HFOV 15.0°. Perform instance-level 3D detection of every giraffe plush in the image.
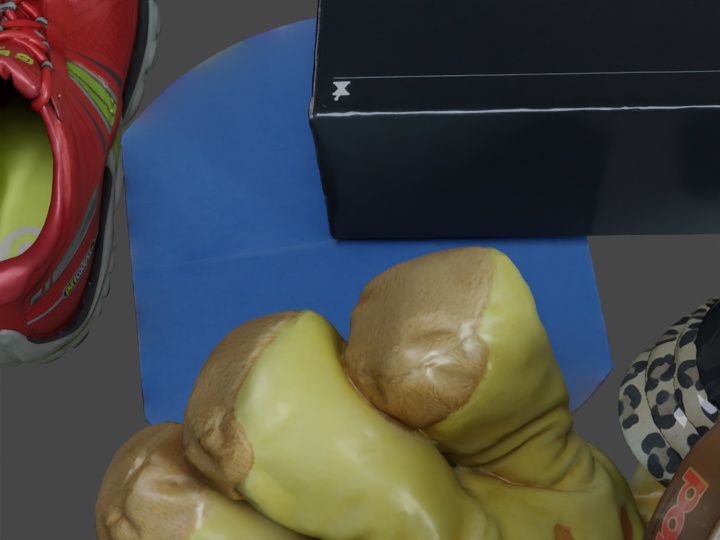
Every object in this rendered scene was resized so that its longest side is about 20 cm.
[{"bbox_3d":[0.032,0.117,0.813,0.173,0.199,0.163,-43,40,30],"label":"giraffe plush"}]

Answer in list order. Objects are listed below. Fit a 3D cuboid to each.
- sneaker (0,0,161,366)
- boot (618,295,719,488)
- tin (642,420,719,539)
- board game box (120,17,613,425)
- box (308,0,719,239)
[{"bbox_3d":[-0.117,-0.068,0.977,0.077,0.085,0.201,-4,71,8],"label":"sneaker"},{"bbox_3d":[0.177,0.000,0.835,0.154,0.203,0.074,-37,79,32],"label":"boot"},{"bbox_3d":[0.163,0.094,0.771,0.042,0.199,0.113,31,104,58],"label":"tin"},{"bbox_3d":[0.000,0.000,0.955,0.157,0.039,0.201,-9,56,0],"label":"board game box"},{"bbox_3d":[0.087,-0.088,0.933,0.199,0.079,0.142,0,55,6],"label":"box"}]
